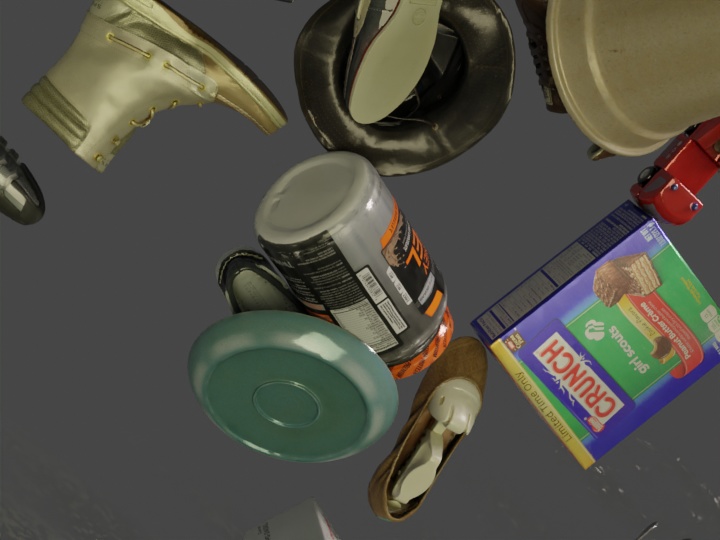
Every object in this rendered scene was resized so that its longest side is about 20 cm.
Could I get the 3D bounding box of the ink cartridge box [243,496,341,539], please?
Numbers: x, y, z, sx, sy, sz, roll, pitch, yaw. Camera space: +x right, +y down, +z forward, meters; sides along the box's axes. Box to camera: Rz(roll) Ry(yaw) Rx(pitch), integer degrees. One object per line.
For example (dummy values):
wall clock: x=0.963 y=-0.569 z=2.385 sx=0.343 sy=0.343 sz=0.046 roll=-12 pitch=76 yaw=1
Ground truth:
ink cartridge box: x=-0.023 y=0.337 z=1.514 sx=0.083 sy=0.145 sz=0.200 roll=-31 pitch=108 yaw=0

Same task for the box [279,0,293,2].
box: x=-0.151 y=-0.298 z=1.317 sx=0.200 sy=0.148 sz=0.107 roll=9 pitch=103 yaw=-12

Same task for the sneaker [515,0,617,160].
sneaker: x=0.192 y=-0.185 z=1.452 sx=0.076 sy=0.070 sz=0.200 roll=-42 pitch=107 yaw=4

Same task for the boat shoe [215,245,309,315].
boat shoe: x=-0.067 y=0.067 z=1.478 sx=0.076 sy=0.060 sz=0.200 roll=-41 pitch=108 yaw=2

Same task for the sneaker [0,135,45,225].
sneaker: x=-0.377 y=-0.092 z=1.378 sx=0.115 sy=0.075 sz=0.200 roll=-41 pitch=98 yaw=7

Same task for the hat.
hat: x=0.043 y=-0.184 z=1.420 sx=0.200 sy=0.081 sz=0.201 roll=2 pitch=107 yaw=6

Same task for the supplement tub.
supplement tub: x=0.000 y=0.000 z=1.424 sx=0.122 sy=0.123 sz=0.200 roll=-34 pitch=127 yaw=0

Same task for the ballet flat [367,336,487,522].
ballet flat: x=0.070 y=0.160 z=1.522 sx=0.068 sy=0.072 sz=0.200 roll=30 pitch=98 yaw=-16

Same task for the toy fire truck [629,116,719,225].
toy fire truck: x=0.349 y=-0.116 z=1.462 sx=0.049 sy=0.141 sz=0.200 roll=41 pitch=94 yaw=-18

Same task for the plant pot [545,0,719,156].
plant pot: x=0.295 y=-0.207 z=1.363 sx=0.200 sy=0.183 sz=0.201 roll=4 pitch=84 yaw=-41

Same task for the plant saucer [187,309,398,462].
plant saucer: x=-0.066 y=0.116 z=1.451 sx=0.200 sy=0.027 sz=0.200 roll=8 pitch=136 yaw=8

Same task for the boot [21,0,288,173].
boot: x=-0.180 y=-0.145 z=1.394 sx=0.200 sy=0.072 sz=0.155 roll=37 pitch=95 yaw=-12

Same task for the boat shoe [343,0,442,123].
boat shoe: x=0.027 y=-0.223 z=1.337 sx=0.071 sy=0.063 sz=0.200 roll=0 pitch=119 yaw=-45

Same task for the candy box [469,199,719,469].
candy box: x=0.237 y=0.062 z=1.524 sx=0.200 sy=0.077 sz=0.169 roll=-38 pitch=109 yaw=3

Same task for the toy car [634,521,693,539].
toy car: x=0.262 y=0.345 z=1.573 sx=0.158 sy=0.164 sz=0.200 roll=36 pitch=84 yaw=-17
